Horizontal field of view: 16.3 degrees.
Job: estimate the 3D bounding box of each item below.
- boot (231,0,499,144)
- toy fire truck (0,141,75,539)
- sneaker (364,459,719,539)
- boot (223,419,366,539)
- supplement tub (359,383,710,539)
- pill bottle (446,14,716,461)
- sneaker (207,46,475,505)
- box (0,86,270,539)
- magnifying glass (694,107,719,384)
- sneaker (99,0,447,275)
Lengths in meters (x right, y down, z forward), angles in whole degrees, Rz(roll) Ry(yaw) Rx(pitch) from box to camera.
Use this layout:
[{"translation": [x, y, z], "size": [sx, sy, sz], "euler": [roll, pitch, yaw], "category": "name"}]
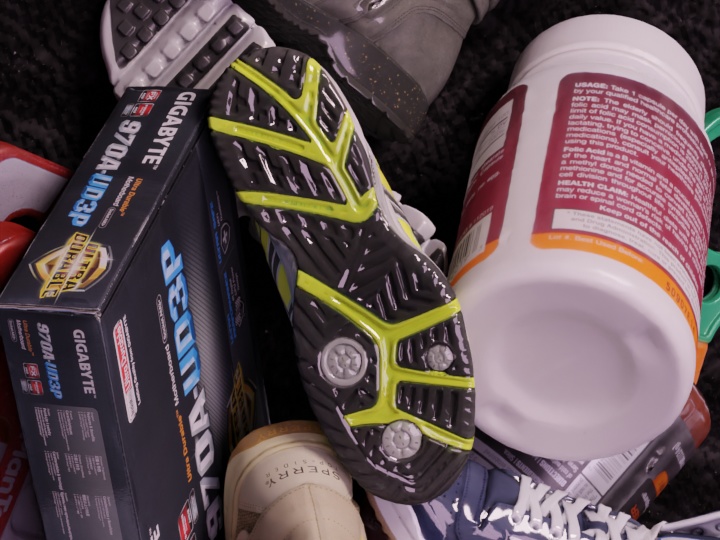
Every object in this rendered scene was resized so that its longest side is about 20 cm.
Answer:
[{"translation": [-0.010, -0.163, 1.144], "size": [0.200, 0.068, 0.131], "euler": [42, 73, -32], "category": "boot"}, {"translation": [-0.165, 0.049, 1.086], "size": [0.168, 0.112, 0.201], "euler": [25, 86, -54], "category": "toy fire truck"}, {"translation": [0.098, 0.120, 1.095], "size": [0.108, 0.070, 0.200], "euler": [-36, 107, 28], "category": "sneaker"}, {"translation": [-0.013, 0.185, 1.058], "size": [0.072, 0.156, 0.201], "euler": [-7, 125, -11], "category": "boot"}, {"translation": [0.069, 0.112, 1.203], "size": [0.200, 0.107, 0.107], "euler": [-47, 116, -11], "category": "supplement tub"}, {"translation": [0.102, -0.021, 1.138], "size": [0.114, 0.114, 0.201], "euler": [48, 34, -25], "category": "pill bottle"}, {"translation": [0.000, 0.000, 1.061], "size": [0.075, 0.076, 0.201], "euler": [-19, 91, 6], "category": "sneaker"}, {"translation": [-0.090, 0.047, 1.061], "size": [0.046, 0.159, 0.201], "euler": [5, 126, 15], "category": "box"}, {"translation": [0.172, 0.014, 1.286], "size": [0.079, 0.022, 0.201], "euler": [16, 90, -28], "category": "magnifying glass"}, {"translation": [-0.044, -0.052, 1.138], "size": [0.075, 0.081, 0.200], "euler": [-40, 95, 0], "category": "sneaker"}]
